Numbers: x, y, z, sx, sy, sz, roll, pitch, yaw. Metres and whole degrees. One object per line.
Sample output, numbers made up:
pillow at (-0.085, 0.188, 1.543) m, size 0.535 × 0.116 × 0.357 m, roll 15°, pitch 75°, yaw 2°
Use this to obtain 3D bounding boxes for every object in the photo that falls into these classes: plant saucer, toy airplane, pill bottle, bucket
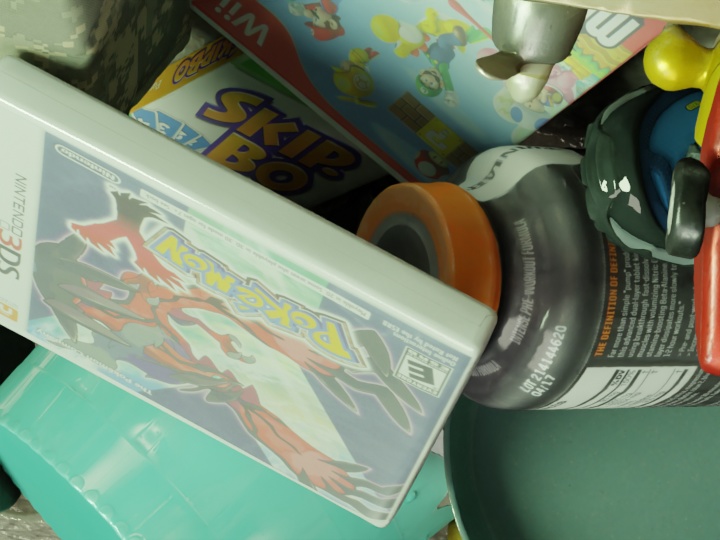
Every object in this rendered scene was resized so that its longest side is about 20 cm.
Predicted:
plant saucer at (0.123, 0.082, 0.996) m, size 0.199 × 0.201 × 0.036 m, roll 25°, pitch 164°, yaw -16°
toy airplane at (0.143, -0.089, 0.723) m, size 0.200 × 0.199 × 0.141 m, roll 52°, pitch 179°, yaw 5°
pill bottle at (0.095, 0.003, 0.886) m, size 0.199 × 0.107 × 0.106 m, roll 2°, pitch 159°, yaw -34°
bucket at (-0.071, 0.087, 1.011) m, size 0.207 × 0.135 × 0.207 m, roll 43°, pitch 163°, yaw 17°

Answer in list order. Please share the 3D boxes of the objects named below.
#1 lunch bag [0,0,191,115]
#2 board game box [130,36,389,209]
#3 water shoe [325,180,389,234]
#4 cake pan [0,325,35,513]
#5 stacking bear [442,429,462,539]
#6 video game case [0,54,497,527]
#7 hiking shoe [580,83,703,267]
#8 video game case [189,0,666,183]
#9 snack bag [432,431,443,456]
lunch bag at (-0.170, -0.139, 0.829) m, size 0.199 × 0.118 × 0.164 m, roll 22°, pitch 150°, yaw 8°
board game box at (-0.055, -0.061, 1.001) m, size 0.095 × 0.030 × 0.200 m, roll 35°, pitch 141°, yaw -29°
water shoe at (0.000, 0.000, 1.032) m, size 0.071 × 0.079 × 0.200 m, roll 40°, pitch 167°, yaw -25°
cake pan at (-0.200, 0.033, 1.057) m, size 0.037 × 0.201 × 0.201 m, roll -8°, pitch 145°, yaw 8°
stacking bear at (0.093, 0.129, 1.058) m, size 0.113 × 0.201 × 0.121 m, roll -13°, pitch 176°, yaw -17°
video game case at (-0.058, 0.016, 0.840) m, size 0.199 × 0.023 × 0.182 m, roll 27°, pitch 152°, yaw 3°
hiking shoe at (0.175, -0.043, 0.832) m, size 0.199 × 0.075 × 0.087 m, roll -1°, pitch 171°, yaw -33°
video game case at (0.032, -0.114, 0.840) m, size 0.143 × 0.017 × 0.200 m, roll 39°, pitch 141°, yaw -11°
snack bag at (0.110, 0.073, 1.144) m, size 0.199 × 0.021 × 0.189 m, roll 14°, pitch 149°, yaw 3°
